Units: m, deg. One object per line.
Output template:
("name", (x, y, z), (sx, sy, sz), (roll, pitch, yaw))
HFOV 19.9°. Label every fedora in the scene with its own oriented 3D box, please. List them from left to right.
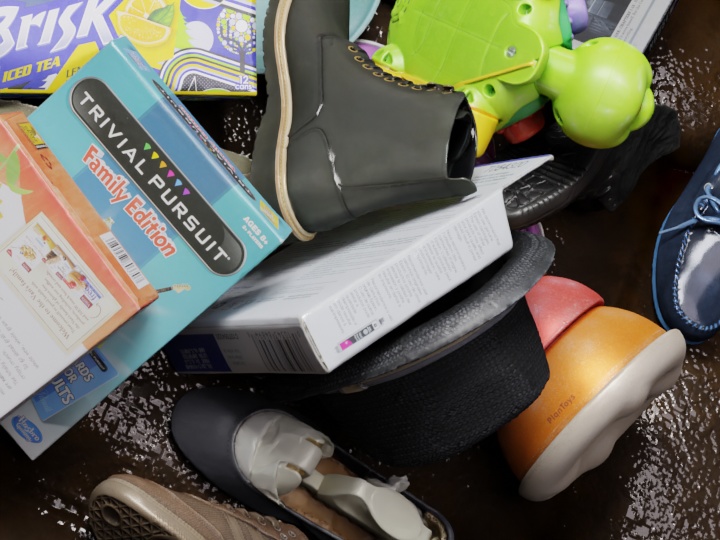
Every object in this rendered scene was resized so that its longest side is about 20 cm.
("fedora", (0.043, 0.057, 1.240), (0.200, 0.200, 0.092), (-36, 105, -28))

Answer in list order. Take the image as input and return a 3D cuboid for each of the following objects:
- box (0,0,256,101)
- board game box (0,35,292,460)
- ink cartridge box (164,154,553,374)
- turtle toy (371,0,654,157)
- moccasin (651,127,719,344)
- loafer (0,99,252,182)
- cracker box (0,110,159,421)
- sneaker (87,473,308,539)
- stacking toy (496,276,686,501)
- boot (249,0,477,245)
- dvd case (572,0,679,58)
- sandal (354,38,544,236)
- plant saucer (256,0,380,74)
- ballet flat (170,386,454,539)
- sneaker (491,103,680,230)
("box", (-0.166, -0.140, 1.263), (0.198, 0.064, 0.071), (-1, 92, -13))
("board game box", (-0.164, -0.013, 1.198), (0.200, 0.047, 0.151), (-41, 94, 10))
("ink cartridge box", (0.000, 0.000, 1.244), (0.199, 0.196, 0.044), (-31, 102, -27))
("turtle toy", (0.096, -0.137, 1.301), (0.101, 0.200, 0.147), (15, 102, -49))
("moccasin", (0.259, -0.046, 1.444), (0.080, 0.068, 0.201), (26, 66, -14))
("loafer", (-0.149, -0.062, 1.275), (0.199, 0.075, 0.070), (19, 51, -17))
("cracker box", (-0.232, 0.024, 1.156), (0.199, 0.058, 0.134), (-37, 91, 8))
("sneaker", (-0.075, 0.178, 1.242), (0.200, 0.070, 0.076), (41, 44, -12))
("stacking toy", (0.099, 0.035, 1.333), (0.146, 0.146, 0.200), (-37, 76, -28))
("boot", (0.013, -0.114, 1.261), (0.077, 0.137, 0.201), (43, 43, -53))
("dvd case", (0.125, -0.218, 1.411), (0.199, 0.025, 0.151), (23, 62, 16))
("sandal", (0.055, -0.083, 1.376), (0.203, 0.050, 0.083), (44, 62, -6))
("plant saucer", (-0.079, -0.219, 1.367), (0.199, 0.036, 0.202), (7, 71, -22))
("ballet flat", (-0.023, 0.129, 1.267), (0.199, 0.073, 0.073), (35, 64, -10))
("sneaker", (0.151, -0.068, 1.388), (0.060, 0.105, 0.200), (26, 57, 27))
